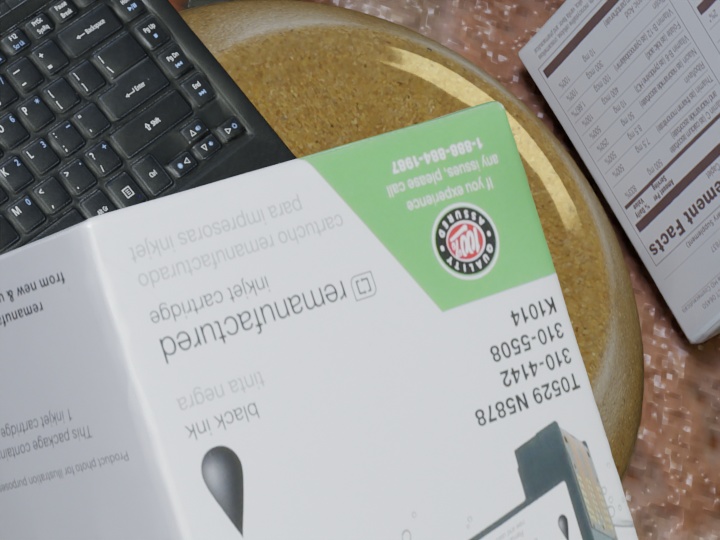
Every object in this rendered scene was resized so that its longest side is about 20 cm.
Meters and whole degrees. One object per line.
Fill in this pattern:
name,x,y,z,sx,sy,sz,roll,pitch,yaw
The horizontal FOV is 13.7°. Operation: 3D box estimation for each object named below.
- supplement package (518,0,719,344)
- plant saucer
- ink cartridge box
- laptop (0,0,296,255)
supplement package,0.181,-0.084,0.912,0.199,0.156,0.111,-21,74,-35
plant saucer,0.000,0.000,0.856,0.199,0.035,0.201,11,59,-19
ink cartridge box,-0.007,0.076,0.735,0.146,0.084,0.201,-19,90,-42
laptop,-0.092,-0.055,0.744,0.200,0.103,0.177,51,53,1
